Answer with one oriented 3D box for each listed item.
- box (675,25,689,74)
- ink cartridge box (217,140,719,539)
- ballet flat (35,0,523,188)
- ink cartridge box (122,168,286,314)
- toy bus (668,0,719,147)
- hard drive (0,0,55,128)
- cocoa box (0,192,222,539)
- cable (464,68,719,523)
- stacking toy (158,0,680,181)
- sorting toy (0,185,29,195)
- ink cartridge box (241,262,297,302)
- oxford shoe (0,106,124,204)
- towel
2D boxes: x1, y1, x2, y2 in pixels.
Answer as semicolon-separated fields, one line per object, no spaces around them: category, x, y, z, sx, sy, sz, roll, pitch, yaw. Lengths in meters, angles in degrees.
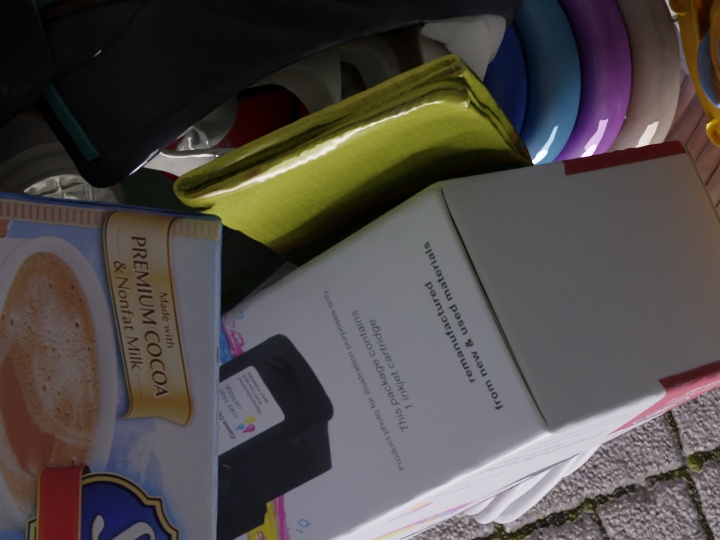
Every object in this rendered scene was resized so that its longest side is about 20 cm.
box;0.046;-0.064;1.250;0.199;0.041;0.156;-20;177;39
ink cartridge box;0.013;0.041;0.830;0.200;0.083;0.145;-31;169;38
ballet flat;-0.010;-0.064;0.757;0.199;0.073;0.073;-16;176;-37
ink cartridge box;-0.081;0.013;0.992;0.145;0.048;0.200;-41;164;-15
toy bus;0.178;-0.091;0.879;0.199;0.136;0.192;-24;-167;-31
hard drive;-0.186;-0.025;0.726;0.139;0.033;0.200;-16;176;-30
cocoa box;-0.117;0.088;0.678;0.130;0.201;0.133;5;166;-22
cable;0.090;0.010;1.017;0.200;0.069;0.200;-55;-179;12
stacking toy;0.010;-0.064;0.865;0.199;0.086;0.085;-9;172;-31
sorting toy;-0.188;0.070;0.812;0.184;0.037;0.201;-16;144;-23
ink cartridge box;-0.048;0.030;1.129;0.199;0.041;0.200;-21;-166;19
oxford shoe;-0.157;0.017;0.862;0.200;0.058;0.075;-45;136;20
towel;0.006;-0.025;0.747;0.086;0.018;0.200;-25;171;6
